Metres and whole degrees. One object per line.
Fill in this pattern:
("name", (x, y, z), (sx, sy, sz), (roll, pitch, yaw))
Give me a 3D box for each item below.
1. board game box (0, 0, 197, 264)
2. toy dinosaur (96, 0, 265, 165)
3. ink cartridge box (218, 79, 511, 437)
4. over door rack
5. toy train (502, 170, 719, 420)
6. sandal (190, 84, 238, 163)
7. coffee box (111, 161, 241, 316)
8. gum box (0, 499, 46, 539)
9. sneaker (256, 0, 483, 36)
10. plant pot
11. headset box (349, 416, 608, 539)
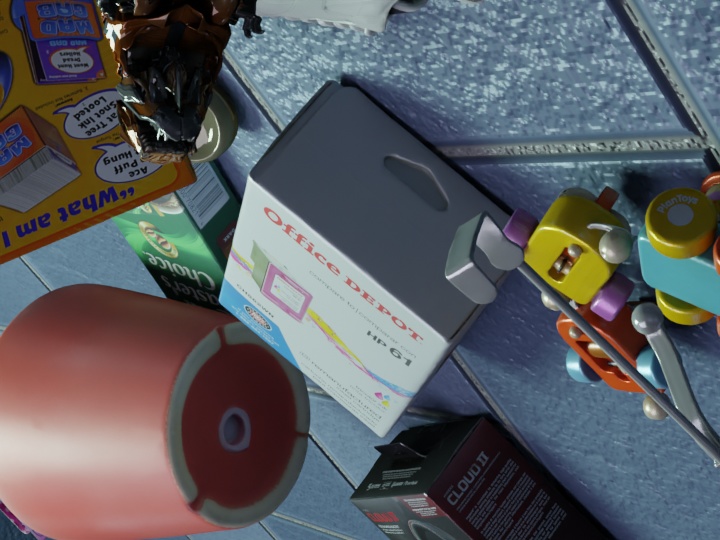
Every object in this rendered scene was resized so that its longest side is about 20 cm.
("board game box", (-0.224, -0.136, 0.753), (0.201, 0.198, 0.201), (73, 173, -52))
("toy dinosaur", (-0.082, -0.152, 0.620), (0.136, 0.101, 0.202), (-29, 82, 64))
("ink cartridge box", (0.000, 0.000, 0.889), (0.144, 0.085, 0.200), (39, 156, 6))
("over door rack", (0.149, -0.006, 0.558), (0.147, 0.067, 0.199), (-33, 129, 30))
("toy train", (0.150, 0.009, 0.714), (0.150, 0.056, 0.199), (42, 159, -20))
("sandal", (-0.172, -0.110, 0.919), (0.198, 0.054, 0.081), (23, 136, -7))
("coffee box", (-0.126, -0.028, 1.090), (0.122, 0.044, 0.201), (19, 150, 40))
("gum box", (-0.477, 0.281, 2.127), (0.066, 0.114, 0.201), (14, 146, 47))
("sneaker", (-0.020, -0.140, 0.688), (0.080, 0.077, 0.199), (41, 161, -27))
("plant pot", (-0.145, 0.107, 1.088), (0.176, 0.201, 0.201), (0, 136, 41))
("headset box", (0.092, 0.191, 1.102), (0.200, 0.075, 0.148), (45, 158, -10))
